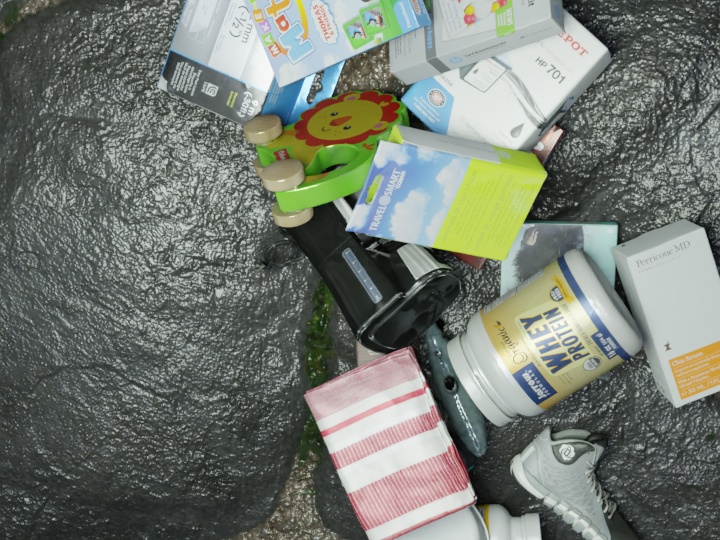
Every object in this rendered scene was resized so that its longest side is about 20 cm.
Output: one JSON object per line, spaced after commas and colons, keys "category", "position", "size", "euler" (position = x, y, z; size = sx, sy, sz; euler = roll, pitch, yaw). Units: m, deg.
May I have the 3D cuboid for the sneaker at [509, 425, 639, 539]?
{"category": "sneaker", "position": [0.301, 0.275, 1.364], "size": [0.199, 0.075, 0.116], "euler": [35, 105, -1]}

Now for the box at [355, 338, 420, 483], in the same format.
{"category": "box", "position": [0.038, 0.164, 1.320], "size": [0.074, 0.100, 0.202], "euler": [-6, 78, 9]}

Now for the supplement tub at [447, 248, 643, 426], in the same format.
{"category": "supplement tub", "position": [0.218, 0.083, 1.264], "size": [0.200, 0.144, 0.145], "euler": [-35, 98, 15]}

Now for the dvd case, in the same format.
{"category": "dvd case", "position": [0.247, 0.037, 1.333], "size": [0.145, 0.022, 0.201], "euler": [2, 106, 8]}

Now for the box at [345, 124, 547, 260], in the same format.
{"category": "box", "position": [0.090, -0.085, 1.162], "size": [0.199, 0.048, 0.122], "euler": [10, 123, -20]}

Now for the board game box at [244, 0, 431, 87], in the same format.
{"category": "board game box", "position": [-0.036, -0.308, 1.174], "size": [0.199, 0.037, 0.152], "euler": [-16, 101, 35]}

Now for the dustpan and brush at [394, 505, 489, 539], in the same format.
{"category": "dustpan and brush", "position": [0.131, 0.354, 1.323], "size": [0.199, 0.057, 0.140], "euler": [25, 75, 24]}

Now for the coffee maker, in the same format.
{"category": "coffee maker", "position": [0.000, 0.000, 1.267], "size": [0.192, 0.134, 0.201], "euler": [-53, 55, 32]}

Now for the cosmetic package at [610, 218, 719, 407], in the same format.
{"category": "cosmetic package", "position": [0.388, 0.051, 1.281], "size": [0.101, 0.071, 0.201], "euler": [-22, 102, 2]}

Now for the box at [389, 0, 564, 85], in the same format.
{"category": "box", "position": [0.123, -0.309, 1.174], "size": [0.199, 0.041, 0.157], "euler": [-12, 69, 31]}

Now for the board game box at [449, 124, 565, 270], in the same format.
{"category": "board game box", "position": [0.155, -0.111, 1.297], "size": [0.103, 0.019, 0.201], "euler": [32, 108, 10]}

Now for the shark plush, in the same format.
{"category": "shark plush", "position": [0.123, 0.132, 1.339], "size": [0.090, 0.083, 0.201], "euler": [-9, 108, 10]}

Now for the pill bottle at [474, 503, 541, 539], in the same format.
{"category": "pill bottle", "position": [0.140, 0.364, 1.395], "size": [0.198, 0.104, 0.105], "euler": [-6, 104, 10]}

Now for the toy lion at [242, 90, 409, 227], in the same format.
{"category": "toy lion", "position": [-0.030, -0.146, 1.224], "size": [0.190, 0.200, 0.069], "euler": [-18, 124, -5]}

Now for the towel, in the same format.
{"category": "towel", "position": [0.035, 0.207, 1.243], "size": [0.143, 0.023, 0.201], "euler": [-25, 85, 10]}

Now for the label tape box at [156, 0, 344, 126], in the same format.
{"category": "label tape box", "position": [-0.129, -0.253, 1.286], "size": [0.199, 0.066, 0.144], "euler": [24, 107, 3]}

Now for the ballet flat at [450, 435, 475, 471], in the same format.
{"category": "ballet flat", "position": [0.053, 0.233, 1.391], "size": [0.199, 0.073, 0.074], "euler": [13, 107, 5]}

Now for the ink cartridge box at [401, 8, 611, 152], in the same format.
{"category": "ink cartridge box", "position": [0.169, -0.221, 1.222], "size": [0.146, 0.086, 0.200], "euler": [44, 105, 10]}
